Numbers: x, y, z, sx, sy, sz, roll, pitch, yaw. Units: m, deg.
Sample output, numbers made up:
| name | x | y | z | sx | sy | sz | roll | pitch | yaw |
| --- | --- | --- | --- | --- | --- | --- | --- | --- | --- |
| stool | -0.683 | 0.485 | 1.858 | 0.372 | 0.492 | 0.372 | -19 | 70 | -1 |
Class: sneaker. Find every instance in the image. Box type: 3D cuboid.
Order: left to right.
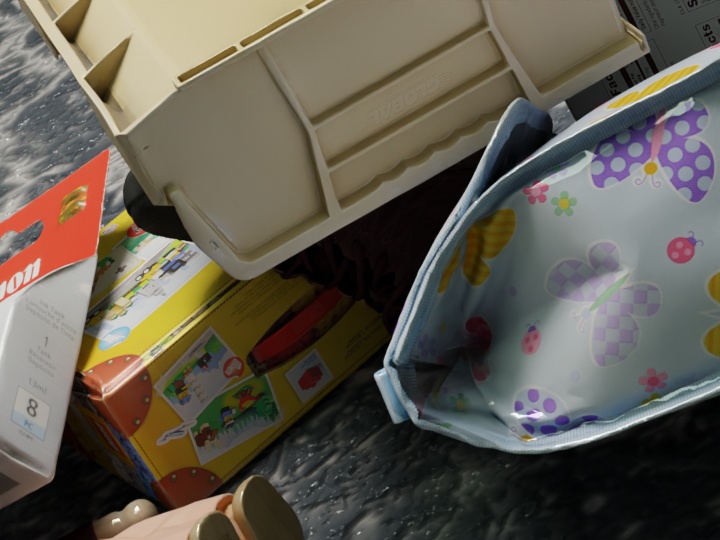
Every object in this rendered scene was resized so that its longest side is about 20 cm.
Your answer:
| name | x | y | z | sx | sy | sz | roll | pitch | yaw |
| --- | --- | --- | --- | --- | --- | --- | --- | --- | --- |
| sneaker | 0.000 | 0.000 | 0.924 | 0.200 | 0.076 | 0.116 | -2 | 69 | -4 |

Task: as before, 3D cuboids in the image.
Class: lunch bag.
| name | x | y | z | sx | sy | sz | roll | pitch | yaw |
| --- | --- | --- | --- | --- | --- | --- | --- | --- | --- |
| lunch bag | 0.103 | -0.010 | 0.795 | 0.200 | 0.127 | 0.170 | -28 | -3 | 12 |

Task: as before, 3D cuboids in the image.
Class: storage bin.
| name | x | y | z | sx | sy | sz | roll | pitch | yaw |
| --- | --- | --- | --- | --- | --- | --- | --- | --- | --- |
| storage bin | -0.026 | -0.117 | 0.881 | 0.198 | 0.094 | 0.200 | -30 | 40 | -6 |

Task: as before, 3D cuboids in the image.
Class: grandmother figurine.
| name | x | y | z | sx | sy | sz | roll | pitch | yaw |
| --- | --- | --- | --- | --- | --- | --- | --- | --- | --- |
| grandmother figurine | -0.128 | 0.138 | 0.922 | 0.200 | 0.061 | 0.121 | -17 | 2 | 32 |

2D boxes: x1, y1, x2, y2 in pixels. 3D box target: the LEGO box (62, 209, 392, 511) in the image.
| name | x | y | z | sx | sy | sz | roll | pitch | yaw |
| --- | --- | --- | --- | --- | --- | --- | --- | --- | --- |
| LEGO box | -0.060 | 0.008 | 1.041 | 0.200 | 0.077 | 0.149 | -40 | 28 | -17 |

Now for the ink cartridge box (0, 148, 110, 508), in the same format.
| name | x | y | z | sx | sy | sz | roll | pitch | yaw |
| --- | --- | --- | --- | --- | --- | --- | --- | --- | --- |
| ink cartridge box | -0.194 | 0.038 | 1.009 | 0.160 | 0.047 | 0.200 | -30 | 38 | 32 |

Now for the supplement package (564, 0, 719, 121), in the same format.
| name | x | y | z | sx | sy | sz | roll | pitch | yaw |
| --- | --- | --- | --- | --- | --- | --- | --- | --- | --- |
| supplement package | 0.182 | -0.173 | 1.020 | 0.200 | 0.147 | 0.191 | -20 | 29 | 21 |
